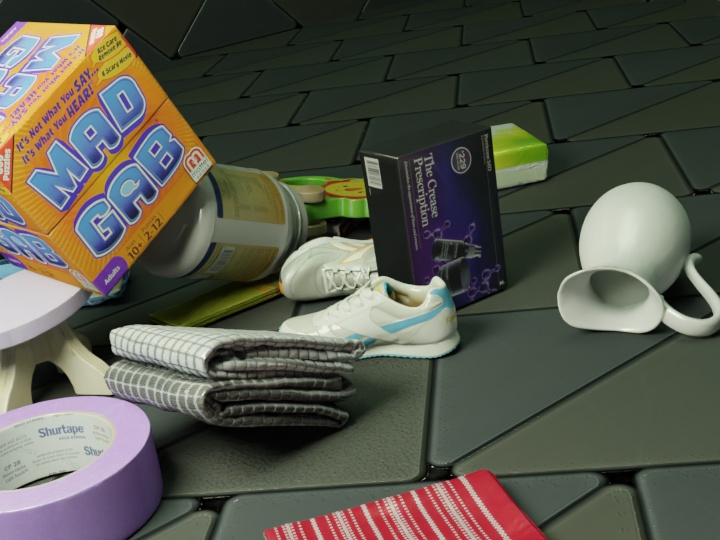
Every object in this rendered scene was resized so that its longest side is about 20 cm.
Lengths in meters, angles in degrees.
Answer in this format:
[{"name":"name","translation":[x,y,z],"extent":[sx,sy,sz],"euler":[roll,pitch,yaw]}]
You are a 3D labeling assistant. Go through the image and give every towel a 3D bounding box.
[{"name":"towel","translation":[-0.118,0.100,1.071],"extent":[0.199,0.086,0.165],"euler":[6,-2,-43]},{"name":"towel","translation":[-0.162,0.036,1.423],"extent":[0.199,0.018,0.086],"euler":[-22,20,-32]},{"name":"towel","translation":[0.033,0.212,0.867],"extent":[0.199,0.023,0.145],"euler":[-13,20,-11]}]

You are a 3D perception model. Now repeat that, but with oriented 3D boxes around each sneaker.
[{"name":"sneaker","translation":[0.000,0.000,1.376],"extent":[0.199,0.076,0.092],"euler":[-15,26,-14]},{"name":"sneaker","translation":[0.006,0.050,1.223],"extent":[0.199,0.081,0.077],"euler":[-5,22,11]}]

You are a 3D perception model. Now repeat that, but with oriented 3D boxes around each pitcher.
[{"name":"pitcher","translation":[0.320,-0.007,1.231],"extent":[0.171,0.122,0.200],"euler":[18,38,13]}]

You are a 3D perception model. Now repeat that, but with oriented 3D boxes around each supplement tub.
[{"name":"supplement tub","translation":[-0.173,-0.059,1.383],"extent":[0.144,0.145,0.200],"euler":[8,2,37]}]

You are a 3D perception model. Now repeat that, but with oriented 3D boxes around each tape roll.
[{"name":"tape roll","translation":[-0.279,0.186,0.996],"extent":[0.199,0.066,0.200],"euler":[-7,21,3]}]

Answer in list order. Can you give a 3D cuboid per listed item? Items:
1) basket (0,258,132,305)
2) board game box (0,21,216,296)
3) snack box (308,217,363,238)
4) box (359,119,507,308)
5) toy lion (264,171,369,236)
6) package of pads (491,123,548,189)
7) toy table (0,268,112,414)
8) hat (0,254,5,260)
[{"name":"basket","translation":[-0.389,-0.018,1.472],"extent":[0.175,0.140,0.200],"euler":[-7,11,0]},{"name":"board game box","translation":[-0.325,-0.126,1.214],"extent":[0.200,0.200,0.200],"euler":[13,58,43]},{"name":"snack box","translation":[-0.024,-0.091,1.690],"extent":[0.072,0.024,0.200],"euler":[2,23,23]},{"name":"box","translation":[0.088,-0.059,1.306],"extent":[0.141,0.201,0.079],"euler":[-23,24,-32]},{"name":"toy lion","translation":[-0.040,-0.107,1.630],"extent":[0.191,0.069,0.200],"euler":[-13,21,-34]},{"name":"package of pads","translation":[0.179,-0.173,1.770],"extent":[0.199,0.068,0.155],"euler":[-11,22,-9]},{"name":"toy table","translation":[-0.356,0.079,1.234],"extent":[0.183,0.118,0.200],"euler":[4,24,29]},{"name":"hat","translation":[-0.540,-0.059,1.563],"extent":[0.175,0.201,0.166],"euler":[14,-5,10]}]
